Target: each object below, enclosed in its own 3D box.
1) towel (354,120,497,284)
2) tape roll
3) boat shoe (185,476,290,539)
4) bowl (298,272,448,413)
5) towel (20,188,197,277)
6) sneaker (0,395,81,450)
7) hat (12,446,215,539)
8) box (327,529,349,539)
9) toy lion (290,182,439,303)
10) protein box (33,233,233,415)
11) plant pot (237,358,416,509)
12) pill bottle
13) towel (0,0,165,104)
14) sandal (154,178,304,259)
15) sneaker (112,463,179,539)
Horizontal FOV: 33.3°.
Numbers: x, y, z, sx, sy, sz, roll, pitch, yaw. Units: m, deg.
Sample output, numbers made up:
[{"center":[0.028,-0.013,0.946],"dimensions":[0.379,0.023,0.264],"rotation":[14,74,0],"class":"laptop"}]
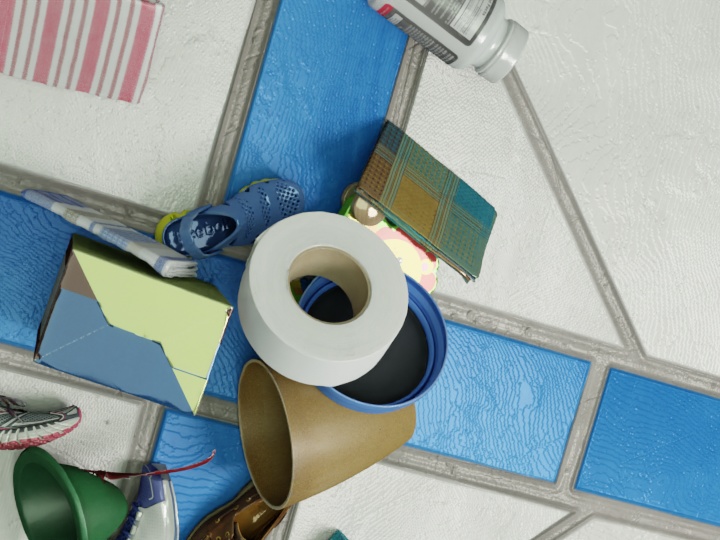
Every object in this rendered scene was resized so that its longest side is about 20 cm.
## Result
[{"center":[0.089,-0.090,1.571],"dimensions":[0.199,0.022,0.148],"rotation":[37,45,-14],"class":"towel"},{"center":[-0.046,0.032,1.443],"dimensions":[0.199,0.071,0.205],"rotation":[8,59,-14],"class":"tape roll"},{"center":[-0.165,0.344,1.575],"dimensions":[0.200,0.068,0.072],"rotation":[-44,105,-5],"class":"boat shoe"},{"center":[0.011,0.084,1.499],"dimensions":[0.197,0.039,0.203],"rotation":[9,58,-15],"class":"bowl"},{"center":[-0.293,-0.042,1.430],"dimensions":[0.198,0.147,0.024],"rotation":[27,92,5],"class":"towel"},{"center":[-0.443,0.182,1.483],"dimensions":[0.197,0.081,0.076],"rotation":[-2,77,-19],"class":"sneaker"},{"center":[-0.313,0.282,1.517],"dimensions":[0.175,0.199,0.168],"rotation":[-17,122,-41],"class":"hat"},{"center":[0.011,0.455,1.642],"dimensions":[0.082,0.049,0.200],"rotation":[-44,104,-5],"class":"box"},{"center":[0.000,0.000,1.585],"dimensions":[0.199,0.069,0.193],"rotation":[-34,111,-8],"class":"toy lion"},{"center":[-0.276,0.060,1.445],"dimensions":[0.196,0.200,0.137],"rotation":[21,92,-15],"class":"protein box"},{"center":[-0.035,0.190,1.546],"dimensions":[0.197,0.186,0.190],"rotation":[-9,99,-25],"class":"plant pot"},{"center":[0.116,-0.330,1.544],"dimensions":[0.199,0.111,0.112],"rotation":[34,88,-15],"class":"pill bottle"},{"center":[-0.342,-0.284,1.438],"dimensions":[0.197,0.030,0.147],"rotation":[11,131,-18],"class":"towel"},{"center":[-0.159,-0.059,1.521],"dimensions":[0.198,0.087,0.081],"rotation":[-24,100,-12],"class":"sandal"},{"center":[-0.292,0.355,1.538],"dimensions":[0.113,0.080,0.203],"rotation":[0,98,-16],"class":"sneaker"}]
